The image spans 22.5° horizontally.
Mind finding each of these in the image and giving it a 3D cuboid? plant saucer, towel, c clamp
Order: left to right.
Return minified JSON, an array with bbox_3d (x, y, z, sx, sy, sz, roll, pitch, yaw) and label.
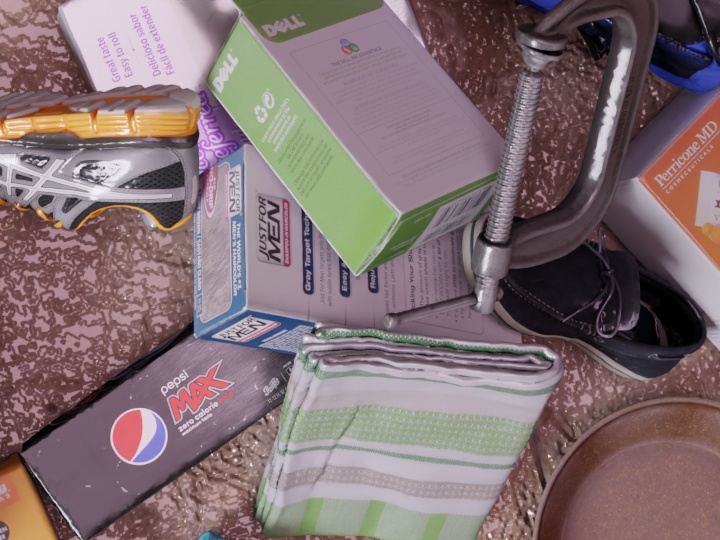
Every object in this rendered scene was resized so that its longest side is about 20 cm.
[{"bbox_3d":[0.023,0.106,1.058,0.148,0.200,0.031,6,50,-9],"label":"towel"},{"bbox_3d":[0.100,-0.066,0.984,0.170,0.027,0.201,-10,122,-45],"label":"c clamp"},{"bbox_3d":[0.203,0.182,1.153,0.199,0.037,0.201,1,80,-8],"label":"plant saucer"}]

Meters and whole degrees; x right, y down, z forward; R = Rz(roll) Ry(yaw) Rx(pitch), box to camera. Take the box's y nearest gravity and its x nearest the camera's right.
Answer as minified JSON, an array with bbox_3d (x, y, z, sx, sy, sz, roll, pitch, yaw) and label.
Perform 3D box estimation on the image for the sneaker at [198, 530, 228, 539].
[{"bbox_3d":[-0.038,0.213,1.102,0.199,0.080,0.131,-13,94,-10],"label":"sneaker"}]

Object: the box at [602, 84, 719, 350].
[{"bbox_3d":[0.259,-0.021,1.135,0.124,0.097,0.200,-45,97,-12],"label":"box"}]

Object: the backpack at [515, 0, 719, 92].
[{"bbox_3d":[0.151,-0.209,1.082,0.199,0.168,0.163,25,80,-7],"label":"backpack"}]

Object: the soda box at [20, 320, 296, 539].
[{"bbox_3d":[-0.106,0.077,1.096,0.200,0.063,0.071,-35,96,-8],"label":"soda box"}]

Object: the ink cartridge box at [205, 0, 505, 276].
[{"bbox_3d":[-0.015,-0.103,1.017,0.104,0.059,0.200,-25,70,-41],"label":"ink cartridge box"}]

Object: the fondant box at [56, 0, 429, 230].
[{"bbox_3d":[-0.065,-0.129,1.103,0.199,0.058,0.145,-24,95,-8],"label":"fondant box"}]

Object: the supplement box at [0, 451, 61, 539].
[{"bbox_3d":[-0.192,0.213,1.082,0.066,0.069,0.201,-25,92,-10],"label":"supplement box"}]

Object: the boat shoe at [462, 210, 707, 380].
[{"bbox_3d":[0.138,0.012,1.095,0.200,0.062,0.075,28,56,-38],"label":"boat shoe"}]

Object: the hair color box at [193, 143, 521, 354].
[{"bbox_3d":[0.000,0.000,1.064,0.199,0.060,0.100,12,66,-35],"label":"hair color box"}]

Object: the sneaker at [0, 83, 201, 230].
[{"bbox_3d":[-0.180,-0.061,1.044,0.199,0.078,0.078,2,111,27],"label":"sneaker"}]
